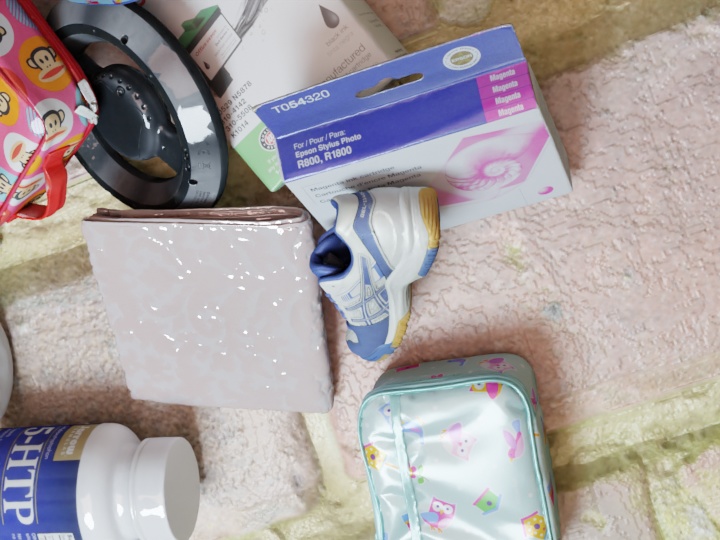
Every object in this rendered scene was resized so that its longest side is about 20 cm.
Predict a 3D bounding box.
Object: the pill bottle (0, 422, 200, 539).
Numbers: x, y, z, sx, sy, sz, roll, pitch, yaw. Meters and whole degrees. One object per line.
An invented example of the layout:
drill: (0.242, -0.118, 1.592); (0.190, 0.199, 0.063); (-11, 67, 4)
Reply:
pill bottle: (-0.247, 0.195, 1.058); (0.197, 0.120, 0.122); (-5, 102, 12)

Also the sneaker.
sneaker: (0.000, 0.000, 0.944); (0.087, 0.076, 0.201); (2, 143, -10)

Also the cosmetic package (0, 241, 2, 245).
cosmetic package: (-0.414, -0.070, 1.035); (0.081, 0.113, 0.201); (-37, 95, 17)

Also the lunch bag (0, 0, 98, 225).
lunch bag: (-0.296, -0.122, 0.976); (0.177, 0.082, 0.200); (52, 138, -2)

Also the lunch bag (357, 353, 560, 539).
lunch bag: (0.080, 0.177, 1.008); (0.158, 0.077, 0.203); (-8, 101, 13)

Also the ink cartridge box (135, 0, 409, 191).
ink cartridge box: (-0.077, -0.188, 0.951); (0.146, 0.084, 0.200); (-41, 93, 17)

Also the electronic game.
electronic game: (-0.182, -0.127, 0.966); (0.198, 0.042, 0.202); (26, 136, 27)

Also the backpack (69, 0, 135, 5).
backpack: (-0.178, -0.299, 0.864); (0.181, 0.134, 0.203); (13, 78, 38)

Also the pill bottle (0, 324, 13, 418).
pill bottle: (-0.420, 0.096, 1.071); (0.197, 0.116, 0.118); (-8, 102, 13)

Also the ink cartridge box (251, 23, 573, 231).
ink cartridge box: (0.046, -0.086, 0.900); (0.194, 0.200, 0.044); (-16, 65, 15)

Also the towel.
towel: (-0.120, 0.033, 1.005); (0.188, 0.032, 0.202); (2, 128, 11)
